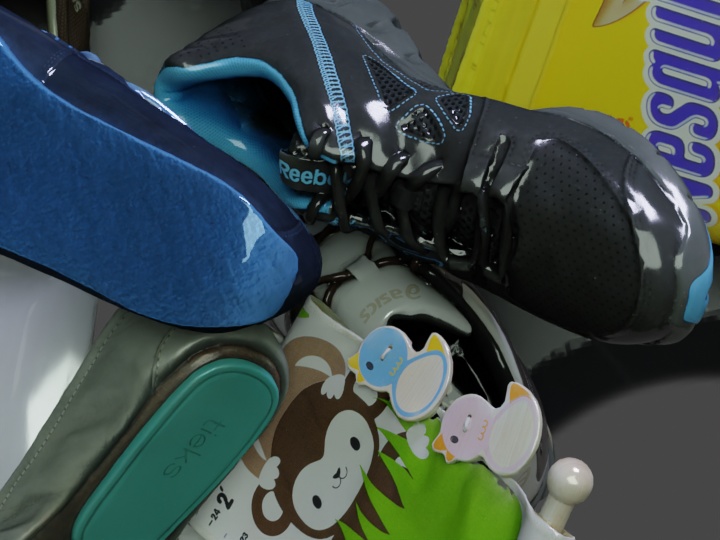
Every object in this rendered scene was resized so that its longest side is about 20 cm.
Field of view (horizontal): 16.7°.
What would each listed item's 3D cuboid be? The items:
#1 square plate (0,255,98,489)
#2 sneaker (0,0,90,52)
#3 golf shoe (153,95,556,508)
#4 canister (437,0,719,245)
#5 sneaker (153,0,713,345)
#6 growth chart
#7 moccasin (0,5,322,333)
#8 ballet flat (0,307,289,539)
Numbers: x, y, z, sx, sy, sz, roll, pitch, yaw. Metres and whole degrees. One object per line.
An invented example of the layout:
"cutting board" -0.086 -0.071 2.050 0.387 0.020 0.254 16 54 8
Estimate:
"square plate" -0.176 0.066 0.792 0.198 0.028 0.200 16 78 -47
"sneaker" -0.124 -0.126 0.864 0.070 0.076 0.200 -8 80 -5
"golf shoe" 0.000 0.000 0.841 0.078 0.094 0.200 -41 83 -9
"canister" 0.137 -0.077 0.844 0.200 0.087 0.149 16 119 -4
"sneaker" 0.020 -0.025 0.779 0.200 0.073 0.082 29 35 33
"growth chart" -0.013 0.081 0.777 0.018 0.200 0.145 10 102 -43
"moccasin" -0.102 -0.034 0.776 0.200 0.068 0.081 36 102 18
"ballet flat" -0.099 0.086 0.797 0.200 0.067 0.064 -51 43 8
